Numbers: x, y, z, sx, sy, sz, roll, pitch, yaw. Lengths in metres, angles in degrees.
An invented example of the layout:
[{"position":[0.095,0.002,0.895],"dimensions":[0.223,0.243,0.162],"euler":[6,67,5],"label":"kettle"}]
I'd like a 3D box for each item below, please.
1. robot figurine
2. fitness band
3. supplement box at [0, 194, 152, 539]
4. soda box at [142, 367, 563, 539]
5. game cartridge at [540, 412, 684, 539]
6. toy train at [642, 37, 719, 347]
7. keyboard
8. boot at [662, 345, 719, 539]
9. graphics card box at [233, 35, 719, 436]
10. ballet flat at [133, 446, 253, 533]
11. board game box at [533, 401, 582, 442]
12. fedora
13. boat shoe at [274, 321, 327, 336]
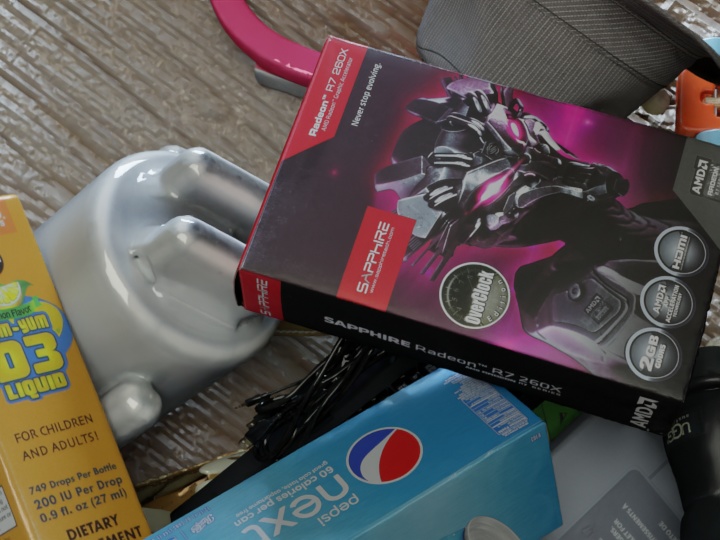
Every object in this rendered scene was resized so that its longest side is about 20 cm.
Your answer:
[{"position":[-0.116,0.017,0.848],"dimensions":[0.113,0.200,0.170],"euler":[32,48,-26],"label":"robot figurine"},{"position":[0.012,-0.158,0.954],"dimensions":[0.199,0.037,0.144],"euler":[17,76,8],"label":"fitness band"},{"position":[-0.161,0.068,0.778],"dimensions":[0.069,0.066,0.200],"euler":[-35,76,41],"label":"supplement box"},{"position":[-0.012,0.120,0.743],"dimensions":[0.200,0.068,0.064],"euler":[-28,40,-17],"label":"soda box"},{"position":[0.138,0.171,0.816],"dimensions":[0.133,0.040,0.200],"euler":[-40,91,-21],"label":"game cartridge"},{"position":[0.222,-0.022,0.886],"dimensions":[0.150,0.056,0.201],"euler":[-1,65,2],"label":"toy train"},{"position":[-0.005,0.086,0.802],"dimensions":[0.200,0.040,0.104],"euler":[-40,116,12],"label":"keyboard"},{"position":[0.218,0.135,0.786],"dimensions":[0.200,0.076,0.169],"euler":[15,59,-27],"label":"boot"},{"position":[0.058,-0.017,0.756],"dimensions":[0.199,0.051,0.126],"euler":[18,66,6],"label":"graphics card box"},{"position":[-0.089,0.130,0.864],"dimensions":[0.199,0.065,0.071],"euler":[-20,69,-2],"label":"ballet flat"},{"position":[0.083,0.055,0.880],"dimensions":[0.101,0.048,0.201],"euler":[15,76,8],"label":"board game box"},{"position":[0.089,-0.116,0.843],"dimensions":[0.177,0.200,0.090],"euler":[34,104,-11],"label":"fedora"},{"position":[0.000,0.000,0.847],"dimensions":[0.200,0.076,0.072],"euler":[-19,113,34],"label":"boat shoe"}]
